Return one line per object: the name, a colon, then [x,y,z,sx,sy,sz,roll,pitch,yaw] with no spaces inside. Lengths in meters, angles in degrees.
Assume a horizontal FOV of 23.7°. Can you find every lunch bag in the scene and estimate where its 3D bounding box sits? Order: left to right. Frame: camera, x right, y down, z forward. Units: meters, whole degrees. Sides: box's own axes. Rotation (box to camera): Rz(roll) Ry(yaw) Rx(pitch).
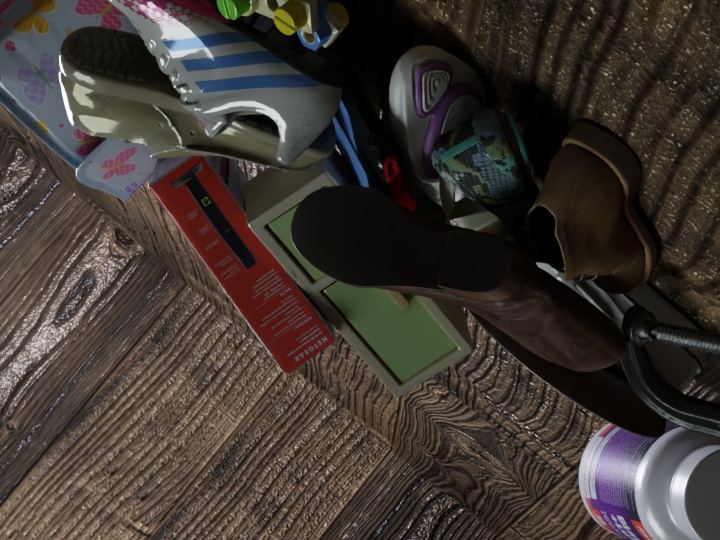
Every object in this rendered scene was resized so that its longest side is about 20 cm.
lunch bag: [-0.201,-0.170,1.434,0.200,0.169,0.127,47,-169,-35]

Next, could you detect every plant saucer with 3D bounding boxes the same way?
plant saucer: [0.166,0.057,1.353,0.200,0.032,0.200,31,-165,-9]

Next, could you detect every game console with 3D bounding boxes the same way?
game console: [-0.013,-0.117,1.210,0.201,0.031,0.177,63,180,23]

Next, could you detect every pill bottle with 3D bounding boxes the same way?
pill bottle: [0.272,0.185,1.464,0.111,0.112,0.200,41,170,-9]

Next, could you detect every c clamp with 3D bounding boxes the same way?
c clamp: [0.252,0.064,1.163,0.199,0.027,0.171,7,141,46]

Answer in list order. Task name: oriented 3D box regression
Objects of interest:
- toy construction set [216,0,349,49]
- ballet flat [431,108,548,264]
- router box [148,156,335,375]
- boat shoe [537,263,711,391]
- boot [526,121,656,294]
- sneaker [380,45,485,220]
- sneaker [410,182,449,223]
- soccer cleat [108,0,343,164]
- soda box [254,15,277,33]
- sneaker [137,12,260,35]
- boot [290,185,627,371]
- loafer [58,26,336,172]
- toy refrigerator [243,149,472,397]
toy construction set: [-0.094,-0.220,1.039,0.199,0.092,0.131,23,139,14]
ballet flat: [0.090,-0.049,1.157,0.074,0.074,0.200,34,171,27]
router box: [-0.094,-0.025,1.367,0.180,0.049,0.200,55,-177,-11]
boat shoe: [0.167,0.022,1.275,0.200,0.066,0.072,40,170,-3]
boot: [0.147,-0.022,1.139,0.073,0.076,0.200,33,169,25]
sneaker: [0.041,-0.098,1.186,0.099,0.075,0.200,36,169,26]
sneaker: [0.039,-0.045,1.390,0.074,0.085,0.200,37,171,3]
soccer cleat: [-0.107,-0.140,1.115,0.199,0.087,0.070,31,-167,11]
soda box: [-0.087,-0.173,1.354,0.068,0.063,0.200,34,168,42]
sneaker: [-0.106,-0.215,1.198,0.074,0.087,0.200,37,142,26]
boot: [0.071,0.011,1.172,0.186,0.064,0.200,19,176,34]
loafer: [-0.115,-0.111,1.186,0.199,0.076,0.068,17,135,-12]
toy refrigerator: [0.000,0.000,1.310,0.200,0.076,0.070,51,-165,-28]
